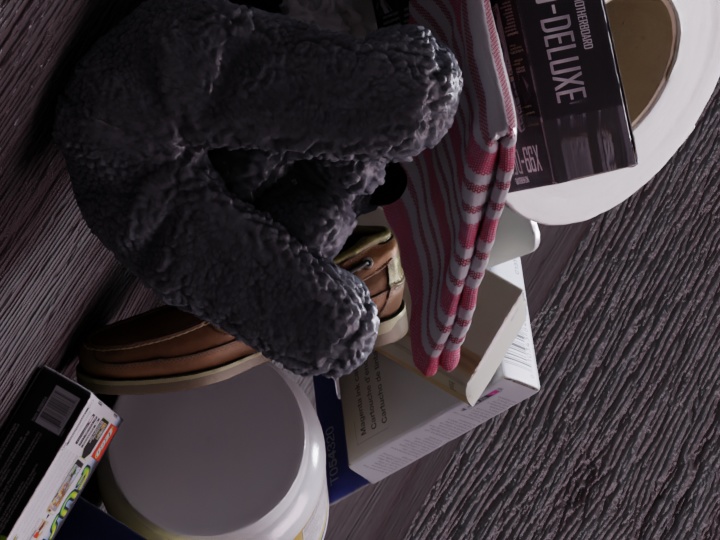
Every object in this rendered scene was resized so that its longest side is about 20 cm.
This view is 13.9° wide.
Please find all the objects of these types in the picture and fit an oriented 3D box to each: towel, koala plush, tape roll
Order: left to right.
[{"bbox_3d":[-0.044,-0.067,1.461,0.200,0.183,0.178,-46,156,-75],"label":"koala plush"},{"bbox_3d":[0.039,-0.061,1.474,0.200,0.030,0.147,103,-20,-51],"label":"towel"},{"bbox_3d":[0.125,-0.129,1.716,0.202,0.071,0.203,-27,134,-32],"label":"tape roll"}]

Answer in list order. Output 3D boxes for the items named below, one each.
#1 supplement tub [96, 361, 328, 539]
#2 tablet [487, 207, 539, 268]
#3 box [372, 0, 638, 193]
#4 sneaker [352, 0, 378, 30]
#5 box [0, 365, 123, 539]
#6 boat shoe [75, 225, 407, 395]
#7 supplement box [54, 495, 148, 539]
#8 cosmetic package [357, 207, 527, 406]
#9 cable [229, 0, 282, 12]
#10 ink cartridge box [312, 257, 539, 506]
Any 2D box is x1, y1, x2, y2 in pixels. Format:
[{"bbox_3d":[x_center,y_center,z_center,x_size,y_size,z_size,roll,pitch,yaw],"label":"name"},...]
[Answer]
[{"bbox_3d":[-0.093,0.132,1.875,0.145,0.144,0.200,-58,170,-15],"label":"supplement tub"},{"bbox_3d":[0.035,-0.053,1.870,0.014,0.131,0.200,-13,175,-37],"label":"tablet"},{"bbox_3d":[0.067,-0.118,1.523,0.050,0.158,0.200,-13,-179,-19],"label":"box"},{"bbox_3d":[0.018,-0.177,1.709,0.200,0.077,0.080,-75,-179,-73],"label":"sneaker"},{"bbox_3d":[-0.207,0.156,1.669,0.200,0.035,0.110,-60,171,-7],"label":"box"},{"bbox_3d":[-0.071,0.018,1.698,0.072,0.199,0.068,-138,-142,-61],"label":"boat shoe"},{"bbox_3d":[-0.172,0.227,1.834,0.109,0.109,0.200,-55,169,-18],"label":"supplement box"},{"bbox_3d":[0.000,0.000,1.803,0.071,0.200,0.105,-59,170,-6],"label":"cosmetic package"},{"bbox_3d":[-0.061,-0.128,1.558,0.200,0.051,0.163,-58,170,-12],"label":"cable"},{"bbox_3d":[0.024,0.029,1.948,0.200,0.043,0.197,-31,-128,34],"label":"ink cartridge box"}]
